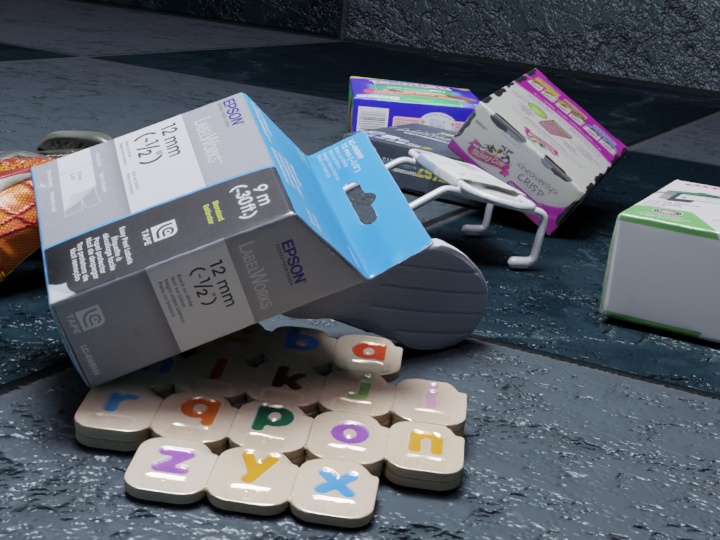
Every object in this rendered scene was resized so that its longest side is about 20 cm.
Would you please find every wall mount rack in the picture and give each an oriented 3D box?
[{"bbox_3d":[0.060,-0.056,1.081,0.172,0.076,0.200,11,12,-20],"label":"wall mount rack"}]

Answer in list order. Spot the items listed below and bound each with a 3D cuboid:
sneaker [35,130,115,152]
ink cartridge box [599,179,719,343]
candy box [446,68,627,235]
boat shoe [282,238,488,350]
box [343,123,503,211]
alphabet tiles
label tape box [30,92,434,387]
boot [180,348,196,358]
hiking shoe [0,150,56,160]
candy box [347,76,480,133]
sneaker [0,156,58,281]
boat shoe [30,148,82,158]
[{"bbox_3d":[-0.177,-0.078,1.084,0.197,0.077,0.114,10,13,2],"label":"sneaker"},{"bbox_3d":[0.286,-0.008,0.979,0.144,0.086,0.200,13,17,23],"label":"ink cartridge box"},{"bbox_3d":[0.184,-0.125,1.272,0.136,0.061,0.200,42,28,7],"label":"candy box"},{"bbox_3d":[0.000,0.000,0.799,0.199,0.073,0.071,15,10,-42],"label":"boat shoe"},{"bbox_3d":[0.101,-0.117,1.376,0.198,0.052,0.157,17,17,30],"label":"box"},{"bbox_3d":[-0.043,0.076,0.659,0.197,0.015,0.196,7,22,3],"label":"alphabet tiles"},{"bbox_3d":[-0.076,-0.034,0.697,0.198,0.067,0.144,-22,37,-4],"label":"label tape box"},{"bbox_3d":[-0.103,-0.003,0.841,0.163,0.067,0.200,-7,15,-14],"label":"boot"},{"bbox_3d":[-0.294,-0.035,0.905,0.197,0.077,0.101,-7,26,-13],"label":"hiking shoe"},{"bbox_3d":[0.067,-0.192,1.593,0.167,0.078,0.200,5,14,-4],"label":"candy box"},{"bbox_3d":[-0.249,-0.031,0.853,0.072,0.078,0.199,11,27,42],"label":"sneaker"},{"bbox_3d":[-0.204,-0.063,0.989,0.198,0.073,0.061,11,-16,13],"label":"boat shoe"}]
